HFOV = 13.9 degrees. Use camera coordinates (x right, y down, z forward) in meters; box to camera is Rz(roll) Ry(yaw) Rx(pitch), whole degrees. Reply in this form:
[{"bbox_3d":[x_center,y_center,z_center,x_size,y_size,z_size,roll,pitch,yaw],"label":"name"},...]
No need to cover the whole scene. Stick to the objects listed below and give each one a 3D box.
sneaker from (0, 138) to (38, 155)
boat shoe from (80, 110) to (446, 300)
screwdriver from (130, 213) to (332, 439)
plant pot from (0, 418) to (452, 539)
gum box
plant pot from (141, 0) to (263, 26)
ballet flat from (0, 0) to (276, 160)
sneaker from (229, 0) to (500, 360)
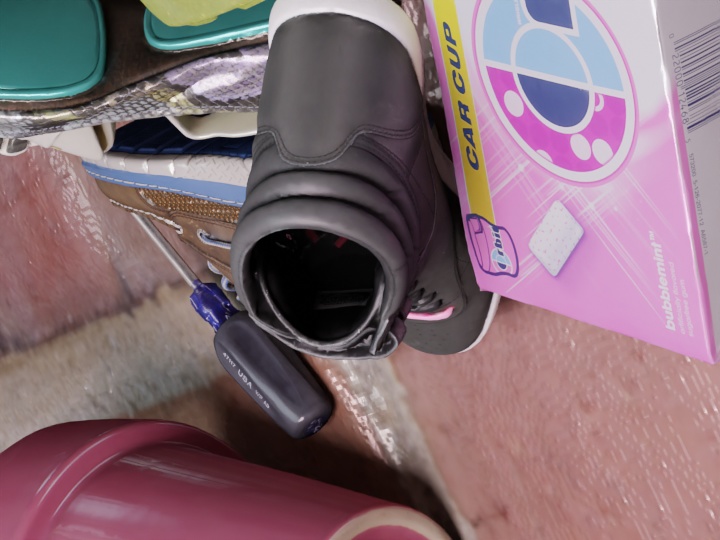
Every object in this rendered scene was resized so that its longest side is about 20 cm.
[{"bbox_3d":[-0.180,-0.141,1.158,0.090,0.078,0.200,13,122,58],"label":"sneaker"},{"bbox_3d":[-0.040,-0.024,1.156,0.200,0.072,0.073,9,122,53],"label":"boat shoe"},{"bbox_3d":[-0.078,-0.003,1.275,0.200,0.028,0.029,49,175,25],"label":"screwdriver"},{"bbox_3d":[-0.054,0.160,1.224,0.179,0.200,0.200,-5,110,40],"label":"plant pot"},{"bbox_3d":[0.080,-0.082,0.939,0.113,0.066,0.200,19,128,48],"label":"gum box"},{"bbox_3d":[-0.064,-0.191,0.982,0.200,0.200,0.190,-4,122,57],"label":"plant pot"},{"bbox_3d":[-0.085,-0.073,1.103,0.072,0.200,0.072,-7,-90,-84],"label":"ballet flat"},{"bbox_3d":[0.000,0.000,1.007,0.071,0.099,0.200,3,149,17],"label":"sneaker"}]
